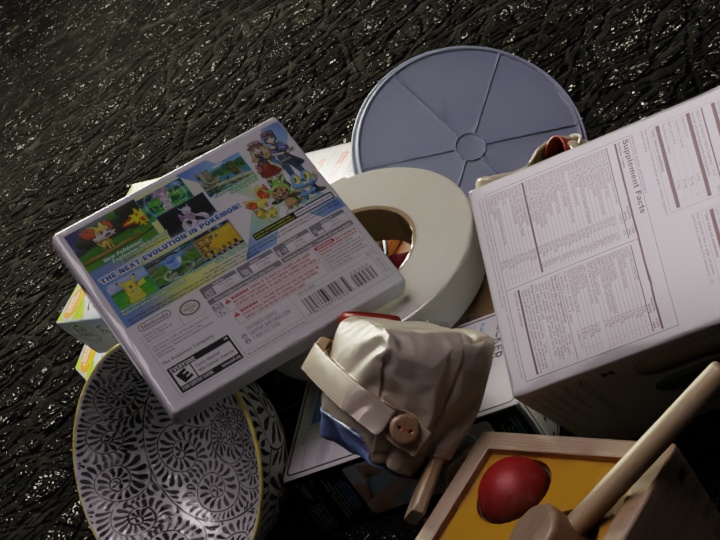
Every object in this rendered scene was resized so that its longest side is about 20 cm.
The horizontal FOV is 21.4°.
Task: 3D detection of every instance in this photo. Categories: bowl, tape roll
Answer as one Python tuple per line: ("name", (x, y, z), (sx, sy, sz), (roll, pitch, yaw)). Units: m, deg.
("bowl", (-0.118, 0.143, 1.449), (0.199, 0.203, 0.094), (-9, -1, 40))
("tape roll", (0.000, 0.000, 1.468), (0.201, 0.037, 0.204), (-17, 39, 15))

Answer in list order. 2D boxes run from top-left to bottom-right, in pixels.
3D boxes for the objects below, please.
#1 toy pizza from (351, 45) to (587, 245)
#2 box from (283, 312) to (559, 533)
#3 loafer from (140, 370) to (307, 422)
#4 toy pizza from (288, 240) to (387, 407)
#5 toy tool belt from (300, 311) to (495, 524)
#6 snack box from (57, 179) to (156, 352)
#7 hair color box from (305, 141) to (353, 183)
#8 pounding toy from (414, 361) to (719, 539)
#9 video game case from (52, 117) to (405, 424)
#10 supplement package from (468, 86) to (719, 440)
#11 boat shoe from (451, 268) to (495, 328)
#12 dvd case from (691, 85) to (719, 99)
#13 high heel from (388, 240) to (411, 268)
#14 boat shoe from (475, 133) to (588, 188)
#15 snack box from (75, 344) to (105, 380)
("toy pizza", (0.091, -0.097, 1.595), (0.198, 0.032, 0.202), (0, 65, 0))
("box", (0.049, 0.107, 1.400), (0.199, 0.060, 0.117), (-20, 32, 26))
("loafer", (-0.099, 0.081, 1.514), (0.199, 0.063, 0.072), (-28, 68, 13))
("toy pizza", (-0.058, 0.027, 1.604), (0.199, 0.032, 0.201), (-30, 40, 30))
("toy tool belt", (0.018, 0.095, 1.279), (0.124, 0.124, 0.200), (5, 2, -14))
("snack box", (-0.156, -0.009, 1.541), (0.199, 0.053, 0.143), (-7, 50, 58))
("hair color box", (-0.055, -0.056, 1.759), (0.199, 0.061, 0.102), (-11, 36, 39))
("pounding toy", (0.129, 0.166, 1.136), (0.199, 0.143, 0.185), (-2, 43, 46))
("video game case", (-0.097, -0.004, 1.403), (0.199, 0.022, 0.183), (-30, 61, -17))
("supplement package", (0.202, 0.002, 1.245), (0.199, 0.152, 0.152), (-22, 63, 22))
("boat shoe", (0.084, 0.038, 1.463), (0.199, 0.065, 0.072), (-15, 44, 29))
("dvd case", (0.217, -0.034, 1.372), (0.199, 0.025, 0.151), (-26, 66, 9))
("high heel", (0.043, -0.055, 1.615), (0.067, 0.096, 0.200), (0, 44, 46))
("boat shoe", (0.160, -0.074, 1.500), (0.071, 0.063, 0.199), (-12, 13, 46))
("snack box", (-0.175, 0.059, 1.661), (0.200, 0.053, 0.143), (34, 102, 60))
